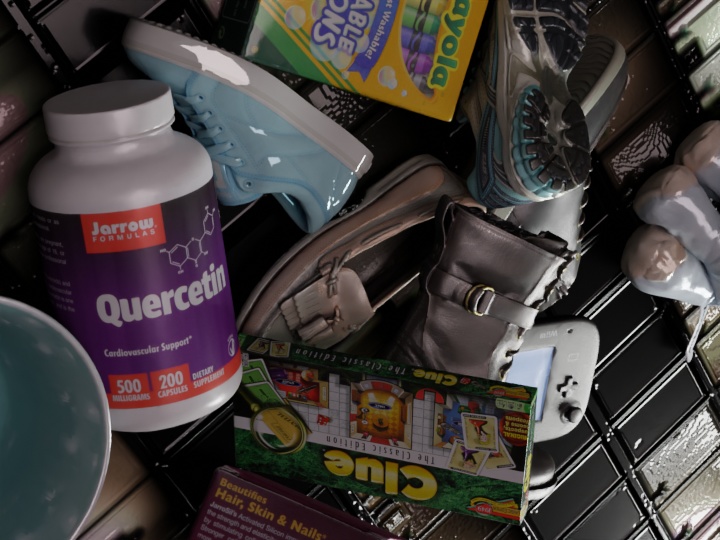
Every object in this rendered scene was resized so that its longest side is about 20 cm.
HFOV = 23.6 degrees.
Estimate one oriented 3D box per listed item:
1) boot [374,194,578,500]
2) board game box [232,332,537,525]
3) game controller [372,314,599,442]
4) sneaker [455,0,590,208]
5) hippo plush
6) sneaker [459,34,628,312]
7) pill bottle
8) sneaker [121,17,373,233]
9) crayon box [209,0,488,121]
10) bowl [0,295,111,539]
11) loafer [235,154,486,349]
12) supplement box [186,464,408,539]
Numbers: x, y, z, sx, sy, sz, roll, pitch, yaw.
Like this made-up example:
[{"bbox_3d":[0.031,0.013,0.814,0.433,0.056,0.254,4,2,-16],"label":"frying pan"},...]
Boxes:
[{"bbox_3d":[0.097,0.055,1.184,0.200,0.069,0.174,28,97,-32],"label":"boot"},{"bbox_3d":[0.013,0.104,1.129,0.023,0.200,0.105,-64,159,-50],"label":"board game box"},{"bbox_3d":[0.088,0.086,1.258,0.200,0.042,0.104,-7,127,-30],"label":"game controller"},{"bbox_3d":[0.100,-0.135,1.176,0.078,0.086,0.200,23,59,-35],"label":"sneaker"},{"bbox_3d":[0.303,-0.005,1.299,0.159,0.161,0.200,-9,109,-30],"label":"hippo plush"},{"bbox_3d":[0.140,-0.069,1.242,0.106,0.075,0.200,34,94,-38],"label":"sneaker"},{"bbox_3d":[-0.139,-0.010,1.055,0.112,0.112,0.200,-18,113,-26],"label":"pill bottle"},{"bbox_3d":[-0.078,-0.085,1.095,0.200,0.074,0.082,31,84,-33],"label":"sneaker"},{"bbox_3d":[0.013,-0.177,1.137,0.200,0.052,0.126,13,97,-34],"label":"crayon box"},{"bbox_3d":[-0.259,0.096,1.017,0.201,0.105,0.201,-9,108,-29],"label":"bowl"},{"bbox_3d":[0.000,0.000,1.166,0.200,0.063,0.072,-43,140,-15],"label":"loafer"},{"bbox_3d":[-0.061,0.248,1.140,0.200,0.131,0.103,-67,158,-5],"label":"supplement box"}]
